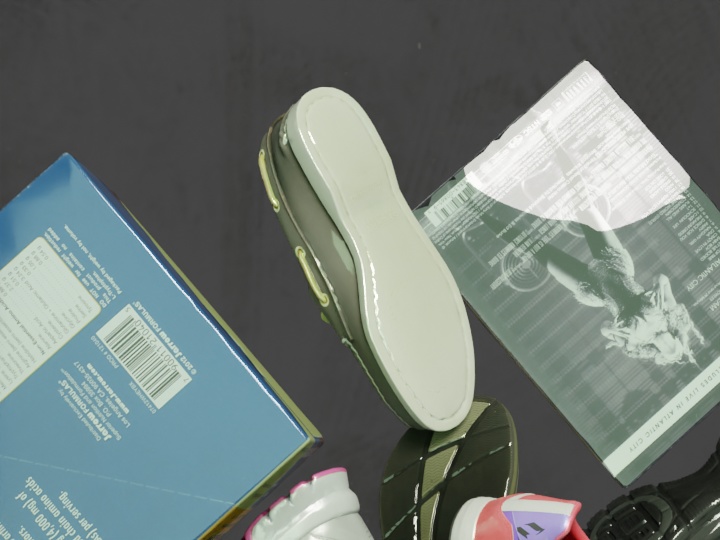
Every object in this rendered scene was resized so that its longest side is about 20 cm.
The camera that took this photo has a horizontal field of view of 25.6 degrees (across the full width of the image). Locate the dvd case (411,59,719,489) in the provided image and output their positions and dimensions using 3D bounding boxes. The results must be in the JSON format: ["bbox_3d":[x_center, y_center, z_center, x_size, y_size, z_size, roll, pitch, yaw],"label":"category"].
[{"bbox_3d":[0.141,0.000,0.915,0.148,0.016,0.200,-40,83,-3],"label":"dvd case"}]

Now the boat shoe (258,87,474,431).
[{"bbox_3d":[0.002,-0.001,0.899,0.072,0.060,0.204,-21,85,-40],"label":"boat shoe"}]

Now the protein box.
[{"bbox_3d":[-0.158,0.085,0.858,0.200,0.135,0.199,-42,84,-3],"label":"protein box"}]

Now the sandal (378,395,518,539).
[{"bbox_3d":[0.053,0.169,0.877,0.079,0.057,0.204,-6,68,20],"label":"sandal"}]

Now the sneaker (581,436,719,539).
[{"bbox_3d":[0.198,0.149,0.868,0.199,0.076,0.091,-36,109,10],"label":"sneaker"}]

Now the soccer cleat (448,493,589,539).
[{"bbox_3d":[0.118,0.199,0.816,0.073,0.068,0.201,-14,115,38],"label":"soccer cleat"}]

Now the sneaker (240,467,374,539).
[{"bbox_3d":[-0.064,0.201,0.869,0.199,0.081,0.088,-39,82,-2],"label":"sneaker"}]
